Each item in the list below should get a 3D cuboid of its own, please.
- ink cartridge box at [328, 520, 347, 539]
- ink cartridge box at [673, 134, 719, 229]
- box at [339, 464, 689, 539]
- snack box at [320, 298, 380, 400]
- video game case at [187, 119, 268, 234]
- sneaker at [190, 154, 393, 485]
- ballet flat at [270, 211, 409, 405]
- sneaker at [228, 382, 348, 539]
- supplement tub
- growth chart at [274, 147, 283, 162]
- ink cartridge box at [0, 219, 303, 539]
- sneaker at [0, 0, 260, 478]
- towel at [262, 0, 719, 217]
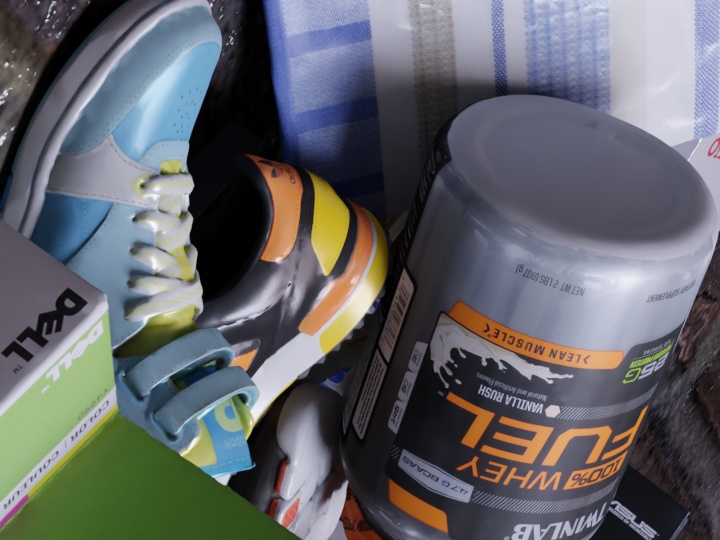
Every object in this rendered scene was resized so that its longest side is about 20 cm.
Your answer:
[{"bbox_3d":[-0.074,0.197,1.348,0.067,0.116,0.200,-30,149,-54],"label":"ink cartridge box"},{"bbox_3d":[0.139,-0.023,1.545,0.200,0.084,0.145,-59,161,11],"label":"ink cartridge box"},{"bbox_3d":[0.046,0.159,1.437,0.086,0.164,0.200,-43,168,-53],"label":"box"},{"bbox_3d":[-0.012,0.067,1.421,0.200,0.024,0.072,-51,162,-12],"label":"snack box"},{"bbox_3d":[-0.099,0.053,1.197,0.181,0.025,0.200,-48,159,-22],"label":"video game case"},{"bbox_3d":[-0.079,0.038,1.114,0.200,0.070,0.090,-50,132,4],"label":"sneaker"},{"bbox_3d":[0.000,0.000,1.217,0.200,0.063,0.069,-53,166,-24],"label":"ballet flat"},{"bbox_3d":[-0.066,0.126,1.223,0.077,0.082,0.200,-38,152,-55],"label":"sneaker"},{"bbox_3d":[0.063,0.039,1.147,0.123,0.122,0.200,-32,146,-49],"label":"supplement tub"},{"bbox_3d":[0.030,-0.137,1.212,0.145,0.018,0.200,-24,143,-55],"label":"growth chart"},{"bbox_3d":[-0.127,0.074,0.901,0.148,0.200,0.076,-46,158,-26],"label":"ink cartridge box"},{"bbox_3d":[-0.073,0.004,1.024,0.080,0.130,0.200,-8,128,-63],"label":"sneaker"},{"bbox_3d":[0.058,-0.096,1.136,0.200,0.024,0.147,-14,129,-8],"label":"towel"}]
